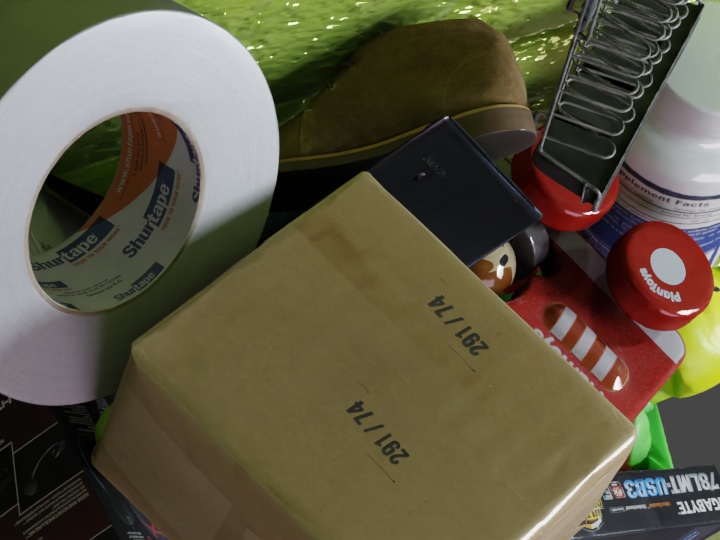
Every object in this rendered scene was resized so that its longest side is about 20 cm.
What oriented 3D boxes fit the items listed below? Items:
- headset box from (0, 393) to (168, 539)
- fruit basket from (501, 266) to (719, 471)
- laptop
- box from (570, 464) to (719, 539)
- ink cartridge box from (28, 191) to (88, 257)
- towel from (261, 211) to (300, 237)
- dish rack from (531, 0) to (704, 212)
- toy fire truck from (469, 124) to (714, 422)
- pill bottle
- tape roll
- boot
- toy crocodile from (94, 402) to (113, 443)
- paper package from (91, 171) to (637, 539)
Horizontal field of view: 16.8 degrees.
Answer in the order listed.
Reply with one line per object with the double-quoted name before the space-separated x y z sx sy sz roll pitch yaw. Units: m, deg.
"headset box" -0.126 0.157 1.297 0.075 0.200 0.149 -35 161 13
"fruit basket" 0.176 0.048 1.631 0.215 0.216 0.155 -37 156 19
"laptop" -0.033 -0.038 1.335 0.116 0.199 0.187 -65 156 -6
"box" 0.113 0.190 1.576 0.200 0.050 0.198 -36 158 33
"ink cartridge box" -0.229 0.042 1.300 0.200 0.083 0.147 -33 157 8
"towel" 0.000 0.000 1.528 0.111 0.049 0.200 -34 157 13
"dish rack" 0.150 -0.143 1.313 0.154 0.054 0.200 -61 171 -29
"toy fire truck" 0.102 0.019 1.452 0.168 0.200 0.112 -45 -179 -40
"pill bottle" 0.197 -0.077 1.515 0.111 0.111 0.200 -21 156 -19
"tape roll" -0.135 -0.039 1.153 0.200 0.066 0.201 -27 131 -35
"boot" -0.005 -0.082 1.343 0.199 0.076 0.074 -15 166 13
"toy crocodile" -0.049 0.067 1.290 0.200 0.068 0.062 -20 155 -38
"paper package" 0.003 0.085 1.181 0.190 0.200 0.104 -37 163 -36
